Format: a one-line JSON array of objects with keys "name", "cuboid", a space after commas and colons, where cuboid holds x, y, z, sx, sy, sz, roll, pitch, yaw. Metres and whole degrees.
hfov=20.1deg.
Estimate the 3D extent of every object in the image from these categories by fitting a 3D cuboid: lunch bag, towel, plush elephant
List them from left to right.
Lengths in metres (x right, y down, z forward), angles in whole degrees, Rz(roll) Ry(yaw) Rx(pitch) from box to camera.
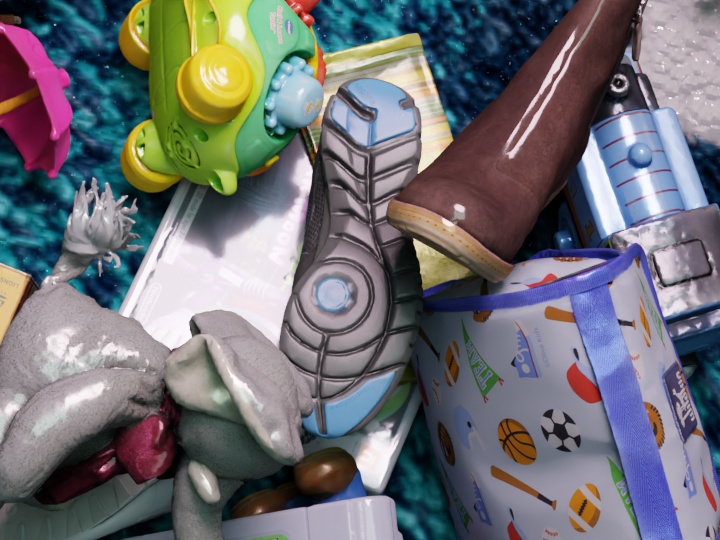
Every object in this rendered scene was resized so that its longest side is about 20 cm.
[{"name": "plush elephant", "cuboid": [-0.098, 0.076, 0.987, 0.154, 0.165, 0.202, 24, 99, 7]}, {"name": "towel", "cuboid": [0.025, -0.038, 1.182, 0.085, 0.018, 0.202, -17, 77, -9]}, {"name": "lunch bag", "cuboid": [0.112, 0.078, 1.067, 0.123, 0.200, 0.172, -18, 93, -13]}]

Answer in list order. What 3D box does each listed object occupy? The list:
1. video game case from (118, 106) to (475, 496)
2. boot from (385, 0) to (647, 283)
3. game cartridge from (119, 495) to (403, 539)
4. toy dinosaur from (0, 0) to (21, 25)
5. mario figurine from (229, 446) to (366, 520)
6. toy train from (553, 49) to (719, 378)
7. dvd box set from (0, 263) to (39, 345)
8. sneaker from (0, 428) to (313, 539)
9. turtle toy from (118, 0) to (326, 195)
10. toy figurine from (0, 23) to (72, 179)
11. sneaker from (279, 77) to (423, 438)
[{"name": "video game case", "cuboid": [-0.032, 0.004, 1.184, 0.180, 0.023, 0.201, 24, 73, 0]}, {"name": "boot", "cuboid": [0.086, -0.084, 1.047, 0.072, 0.200, 0.167, 29, 100, 9]}, {"name": "game cartridge", "cuboid": [-0.067, 0.199, 1.069, 0.198, 0.040, 0.135, -13, 76, 23]}, {"name": "toy dinosaur", "cuboid": [-0.174, -0.210, 1.158, 0.199, 0.182, 0.105, -13, 59, -53]}, {"name": "mario figurine", "cuboid": [-0.002, 0.199, 1.085, 0.105, 0.124, 0.201, -22, 73, -25]}, {"name": "toy train", "cuboid": [0.156, -0.035, 1.169, 0.086, 0.114, 0.202, -14, 76, -11]}, {"name": "dvd box set", "cuboid": [-0.212, 0.099, 1.045, 0.029, 0.146, 0.202, 21, 80, 0]}, {"name": "sneaker", "cuboid": [-0.119, 0.111, 1.115, 0.199, 0.081, 0.077, -23, 60, 11]}, {"name": "turtle toy", "cuboid": [-0.071, -0.137, 1.148, 0.100, 0.146, 0.202, 5, 71, -22]}, {"name": "toy figurine", "cuboid": [-0.245, -0.076, 1.115, 0.199, 0.184, 0.151, -32, 77, 27]}, {"name": "sneaker", "cuboid": [0.000, 0.000, 1.112, 0.072, 0.082, 0.202, 11, 69, 0]}]
